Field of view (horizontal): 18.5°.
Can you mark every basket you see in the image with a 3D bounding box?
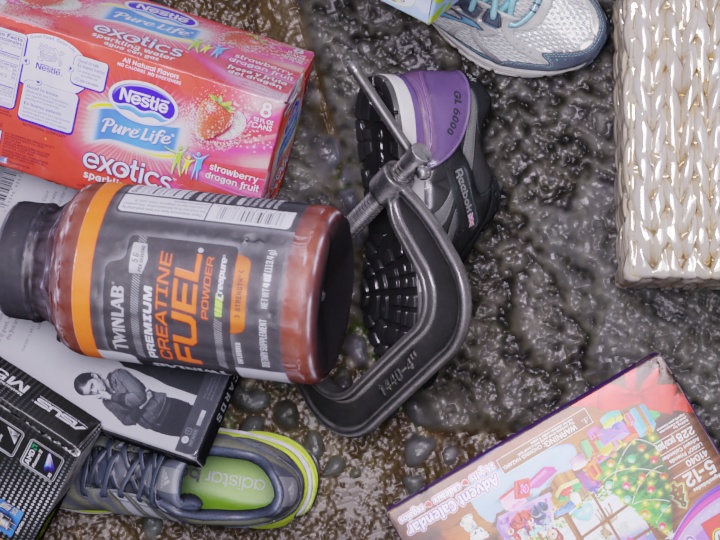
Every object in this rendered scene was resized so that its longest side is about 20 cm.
[{"bbox_3d":[0.231,-0.085,1.310,0.160,0.198,0.201,0,88,5],"label":"basket"}]

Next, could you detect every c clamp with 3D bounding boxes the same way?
[{"bbox_3d":[0.000,0.000,1.353,0.171,0.027,0.200,55,132,20],"label":"c clamp"}]

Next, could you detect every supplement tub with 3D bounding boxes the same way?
[{"bbox_3d":[-0.110,0.005,1.297,0.199,0.107,0.107,6,88,13],"label":"supplement tub"}]

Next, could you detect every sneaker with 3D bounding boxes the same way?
[{"bbox_3d":[-0.126,0.122,1.375,0.199,0.081,0.074,3,88,3],"label":"sneaker"},{"bbox_3d":[0.060,-0.179,1.375,0.199,0.086,0.078,25,90,4],"label":"sneaker"},{"bbox_3d":[0.053,-0.024,1.378,0.087,0.076,0.201,-7,103,-26],"label":"sneaker"}]

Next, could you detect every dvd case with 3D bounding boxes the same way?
[{"bbox_3d":[-0.161,0.022,1.369,0.199,0.025,0.151,17,72,17],"label":"dvd case"}]

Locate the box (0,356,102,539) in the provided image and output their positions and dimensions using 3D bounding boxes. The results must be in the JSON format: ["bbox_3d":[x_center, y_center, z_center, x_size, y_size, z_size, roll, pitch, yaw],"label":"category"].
[{"bbox_3d":[-0.281,0.121,1.359,0.193,0.048,0.200,32,118,1],"label":"box"}]

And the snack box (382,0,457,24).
[{"bbox_3d":[0.024,-0.243,1.314,0.168,0.200,0.068,29,130,17],"label":"snack box"}]

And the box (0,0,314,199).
[{"bbox_3d":[-0.139,-0.105,1.362,0.199,0.096,0.100,17,118,4],"label":"box"}]

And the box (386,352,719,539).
[{"bbox_3d":[0.135,0.159,1.382,0.200,0.039,0.137,-31,87,1],"label":"box"}]
